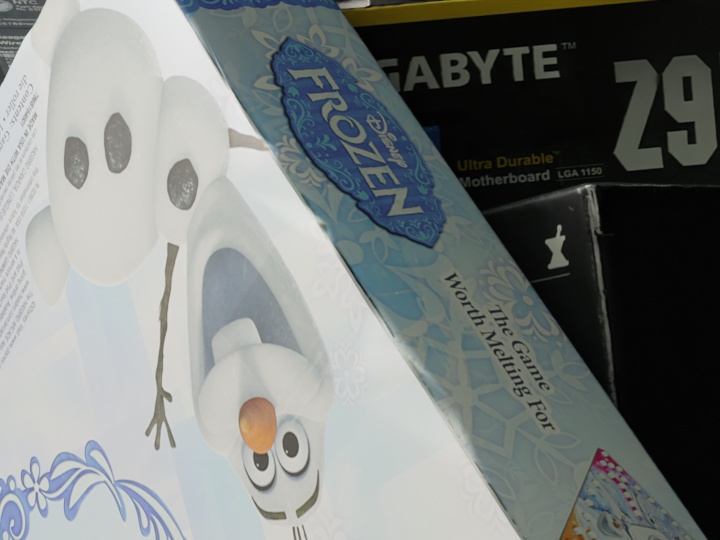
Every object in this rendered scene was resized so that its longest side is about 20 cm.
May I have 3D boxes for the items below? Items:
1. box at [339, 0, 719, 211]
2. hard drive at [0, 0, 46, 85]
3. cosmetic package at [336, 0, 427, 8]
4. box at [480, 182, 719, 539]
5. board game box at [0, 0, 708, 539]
[{"bbox_3d":[0.078,-0.042,0.599,0.200,0.049,0.160,-5,5,0],"label":"box"},{"bbox_3d":[-0.090,-0.077,0.856,0.139,0.033,0.200,-1,28,-18],"label":"hard drive"},{"bbox_3d":[-0.046,-0.028,0.962,0.200,0.081,0.113,-27,25,32],"label":"cosmetic package"},{"bbox_3d":[0.015,0.066,0.561,0.079,0.141,0.200,-4,-5,-38],"label":"box"},{"bbox_3d":[-0.028,0.066,0.514,0.043,0.199,0.200,-6,-39,-39],"label":"board game box"}]
